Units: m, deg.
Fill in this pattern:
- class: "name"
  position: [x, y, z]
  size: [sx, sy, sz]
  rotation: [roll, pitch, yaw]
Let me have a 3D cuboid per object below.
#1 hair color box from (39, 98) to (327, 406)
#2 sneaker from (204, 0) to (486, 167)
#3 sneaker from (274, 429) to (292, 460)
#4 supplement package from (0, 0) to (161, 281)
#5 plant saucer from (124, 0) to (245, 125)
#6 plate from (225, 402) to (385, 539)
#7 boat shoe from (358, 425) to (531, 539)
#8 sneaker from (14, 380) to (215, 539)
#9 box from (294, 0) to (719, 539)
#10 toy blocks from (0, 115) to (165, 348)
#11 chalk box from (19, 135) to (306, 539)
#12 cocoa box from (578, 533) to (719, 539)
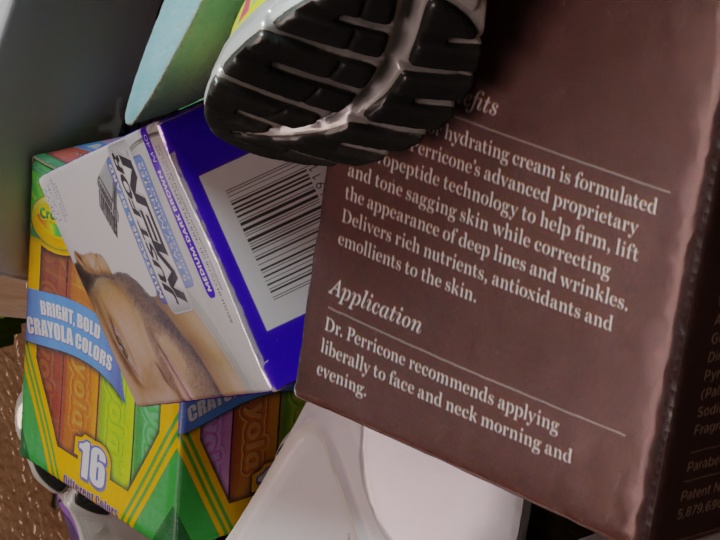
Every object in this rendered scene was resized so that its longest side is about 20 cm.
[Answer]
- class: "hair color box"
  position: [-0.060, -0.009, 1.170]
  size: [0.110, 0.065, 0.200]
  rotation: [67, 163, -3]
- class: "sneaker"
  position: [0.008, -0.113, 0.952]
  size: [0.200, 0.078, 0.091]
  rotation: [-53, 31, 42]
- class: "sneaker"
  position: [0.032, 0.143, 1.321]
  size: [0.200, 0.087, 0.076]
  rotation: [52, 135, 25]
- class: "supplement package"
  position: [-0.183, -0.107, 1.396]
  size: [0.121, 0.120, 0.201]
  rotation: [18, 91, 28]
- class: "plant saucer"
  position: [-0.027, -0.137, 1.062]
  size: [0.201, 0.039, 0.202]
  rotation: [-156, 90, -81]
- class: "plate"
  position: [-0.013, 0.156, 1.252]
  size: [0.200, 0.032, 0.200]
  rotation: [-60, 39, 43]
- class: "boat shoe"
  position: [0.031, 0.030, 1.183]
  size: [0.072, 0.066, 0.201]
  rotation: [-21, 78, 22]
- class: "sneaker"
  position: [-0.117, 0.123, 1.518]
  size: [0.083, 0.080, 0.201]
  rotation: [-119, 11, -72]
- class: "box"
  position: [0.100, -0.032, 1.029]
  size: [0.165, 0.164, 0.201]
  rotation: [23, 111, 39]
- class: "toy blocks"
  position: [-0.152, -0.053, 1.491]
  size: [0.136, 0.100, 0.201]
  rotation: [4, 100, 38]
- class: "chalk box"
  position: [-0.073, 0.005, 1.375]
  size: [0.125, 0.124, 0.201]
  rotation: [26, 122, 43]
- class: "cocoa box"
  position: [0.155, 0.202, 1.149]
  size: [0.200, 0.133, 0.131]
  rotation: [56, 140, 23]
